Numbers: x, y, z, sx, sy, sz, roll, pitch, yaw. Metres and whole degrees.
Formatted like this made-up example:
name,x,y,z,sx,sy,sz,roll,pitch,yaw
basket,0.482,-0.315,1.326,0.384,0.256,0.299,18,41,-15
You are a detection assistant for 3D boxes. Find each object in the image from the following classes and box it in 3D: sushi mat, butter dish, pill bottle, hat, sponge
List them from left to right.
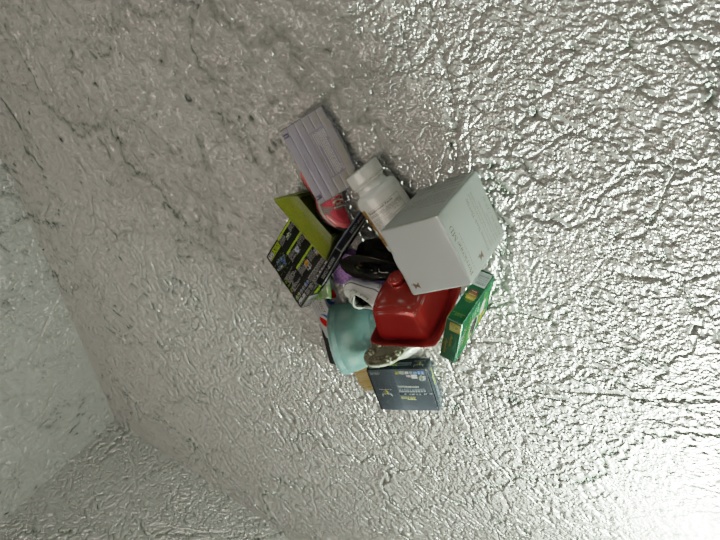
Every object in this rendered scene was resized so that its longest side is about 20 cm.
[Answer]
name,x,y,z,sx,sy,sz,roll,pitch,yaw
sponge,0.000,0.000,1.659,0.196,0.030,0.114,12,128,33
hat,0.046,-0.033,1.514,0.194,0.083,0.201,10,161,3
sushi mat,0.072,0.317,1.824,0.196,0.012,0.097,-13,117,30
pill bottle,0.057,-0.157,1.420,0.113,0.114,0.202,-26,104,48
butter dish,0.108,0.064,1.404,0.195,0.202,0.149,-3,132,39

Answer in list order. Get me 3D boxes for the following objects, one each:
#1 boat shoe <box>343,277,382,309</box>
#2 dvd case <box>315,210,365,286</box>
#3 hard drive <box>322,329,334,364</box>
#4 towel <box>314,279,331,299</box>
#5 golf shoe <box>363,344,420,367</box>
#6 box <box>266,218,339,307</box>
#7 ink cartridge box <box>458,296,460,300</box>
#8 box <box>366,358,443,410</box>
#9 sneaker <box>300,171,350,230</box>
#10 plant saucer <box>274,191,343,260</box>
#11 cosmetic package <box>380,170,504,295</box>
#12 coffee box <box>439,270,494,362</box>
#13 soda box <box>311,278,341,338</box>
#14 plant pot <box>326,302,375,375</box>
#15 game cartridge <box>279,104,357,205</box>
name,x,y,z,sx,sy,sz,roll,pitch,yaw
boat shoe,-0.003,0.067,1.610,0.074,0.067,0.199,45,159,-17
dvd case,-0.037,-0.071,1.503,0.024,0.201,0.151,33,139,0
hard drive,-0.024,0.257,1.881,0.196,0.033,0.143,13,129,33
towel,-0.150,-0.016,1.714,0.147,0.030,0.207,-6,93,43
golf shoe,0.099,0.224,1.638,0.079,0.195,0.098,58,161,34
box,-0.162,-0.034,1.679,0.195,0.047,0.201,54,128,21
ink cartridge box,0.162,0.093,1.565,0.196,0.067,0.119,12,128,34
box,0.130,0.336,1.769,0.195,0.051,0.161,-4,121,28
sneaker,-0.078,-0.197,1.519,0.086,0.073,0.203,-37,82,40
plant saucer,-0.119,-0.133,1.564,0.048,0.200,0.201,-41,92,14
cosmetic package,0.182,-0.080,1.309,0.164,0.200,0.170,-12,115,44
coffee box,0.249,0.102,1.397,0.043,0.200,0.125,22,135,21
soda box,-0.099,0.104,1.801,0.067,0.064,0.204,-1,120,40
plant pot,0.001,0.182,1.702,0.130,0.202,0.205,-12,117,14
game cartridge,-0.094,-0.279,1.460,0.127,0.038,0.204,-27,101,7
